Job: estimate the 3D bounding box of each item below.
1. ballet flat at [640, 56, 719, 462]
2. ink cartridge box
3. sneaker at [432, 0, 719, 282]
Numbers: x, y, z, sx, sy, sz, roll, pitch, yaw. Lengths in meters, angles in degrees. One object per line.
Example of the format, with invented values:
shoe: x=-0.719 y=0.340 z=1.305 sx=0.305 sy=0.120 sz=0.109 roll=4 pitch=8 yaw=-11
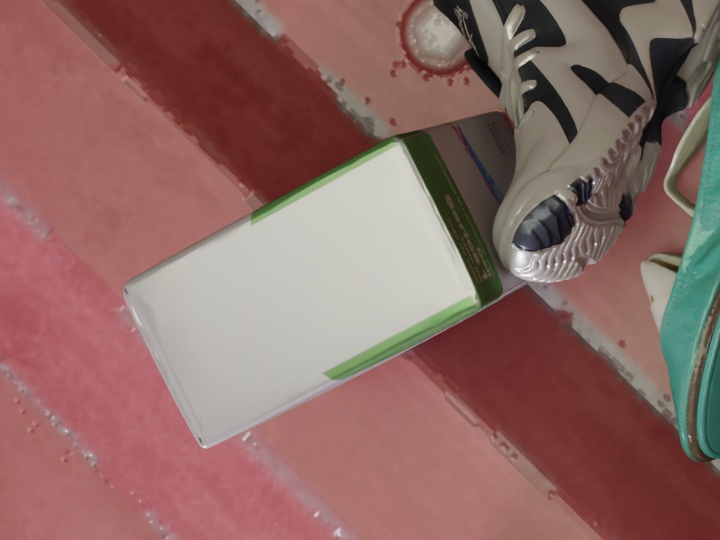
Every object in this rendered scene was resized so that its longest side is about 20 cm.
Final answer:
ballet flat: x=0.169 y=-0.014 z=1.262 sx=0.070 sy=0.067 sz=0.201 roll=21 pitch=100 yaw=39
ink cartridge box: x=0.000 y=0.000 z=1.237 sx=0.144 sy=0.200 sz=0.084 roll=-28 pitch=88 yaw=17
sneaker: x=0.075 y=-0.085 z=1.228 sx=0.129 sy=0.080 sz=0.200 roll=22 pitch=58 yaw=19
